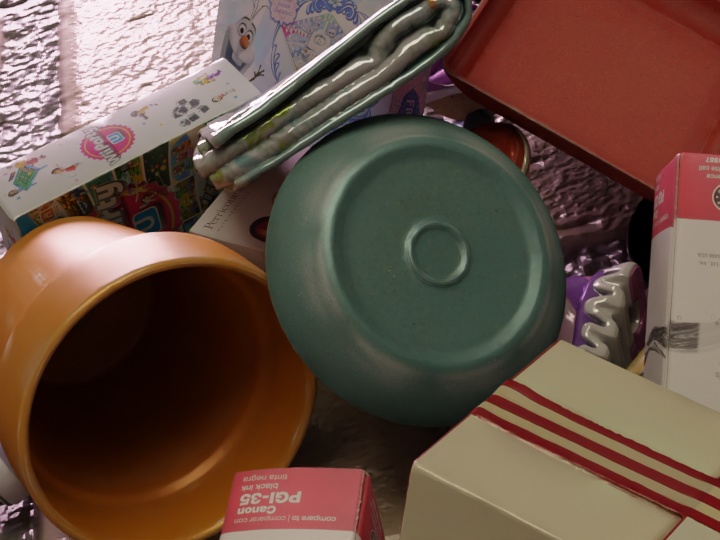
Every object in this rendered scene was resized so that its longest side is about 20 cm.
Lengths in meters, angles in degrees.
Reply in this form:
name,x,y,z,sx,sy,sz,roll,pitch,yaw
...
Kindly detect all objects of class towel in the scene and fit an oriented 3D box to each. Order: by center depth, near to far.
name,x,y,z,sx,sy,sz,roll,pitch,yaw
towel,-0.021,-0.122,1.144,0.200,0.048,0.171,-33,8,0

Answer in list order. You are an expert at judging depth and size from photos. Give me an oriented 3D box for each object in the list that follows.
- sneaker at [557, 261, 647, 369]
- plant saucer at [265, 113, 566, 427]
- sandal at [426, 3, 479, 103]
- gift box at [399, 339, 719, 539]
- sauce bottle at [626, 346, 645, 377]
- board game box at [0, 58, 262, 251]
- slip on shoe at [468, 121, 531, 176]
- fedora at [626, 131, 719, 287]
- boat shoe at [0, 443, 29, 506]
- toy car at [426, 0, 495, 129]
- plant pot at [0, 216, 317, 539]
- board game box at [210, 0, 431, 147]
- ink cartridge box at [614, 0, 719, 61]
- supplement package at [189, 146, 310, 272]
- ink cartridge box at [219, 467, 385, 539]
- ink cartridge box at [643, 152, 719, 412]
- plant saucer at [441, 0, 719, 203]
name,x,y,z,sx,sy,sz,roll,pitch,yaw
sneaker,0.121,0.070,1.146,0.088,0.081,0.200,5,39,26
plant saucer,0.042,-0.006,1.067,0.199,0.036,0.201,6,73,-19
sandal,0.058,-0.167,1.298,0.202,0.050,0.083,-1,82,39
gift box,0.137,0.175,0.941,0.186,0.201,0.184,24,40,27
sauce bottle,0.243,0.025,1.123,0.200,0.065,0.065,-48,50,-5
board game box,-0.157,-0.043,1.267,0.200,0.148,0.064,-29,47,-18
slip on shoe,0.036,-0.042,1.126,0.200,0.061,0.074,-35,46,-26
fedora,0.285,-0.048,1.218,0.200,0.092,0.201,-6,42,5
boat shoe,-0.295,0.109,1.195,0.066,0.070,0.200,-44,53,-9
toy car,0.094,-0.164,1.384,0.164,0.158,0.201,21,77,24
plant pot,-0.157,0.054,1.140,0.200,0.201,0.183,-28,33,-18
board game box,-0.032,-0.160,1.317,0.200,0.200,0.043,21,19,41
ink cartridge box,0.181,-0.165,1.291,0.199,0.100,0.039,17,5,6
supplement package,0.000,0.000,1.214,0.199,0.110,0.114,14,48,25
ink cartridge box,-0.035,0.229,0.946,0.082,0.147,0.200,-1,43,12
ink cartridge box,0.247,0.040,1.048,0.145,0.085,0.201,5,82,0
plant saucer,0.174,-0.140,1.207,0.199,0.037,0.200,30,51,4
